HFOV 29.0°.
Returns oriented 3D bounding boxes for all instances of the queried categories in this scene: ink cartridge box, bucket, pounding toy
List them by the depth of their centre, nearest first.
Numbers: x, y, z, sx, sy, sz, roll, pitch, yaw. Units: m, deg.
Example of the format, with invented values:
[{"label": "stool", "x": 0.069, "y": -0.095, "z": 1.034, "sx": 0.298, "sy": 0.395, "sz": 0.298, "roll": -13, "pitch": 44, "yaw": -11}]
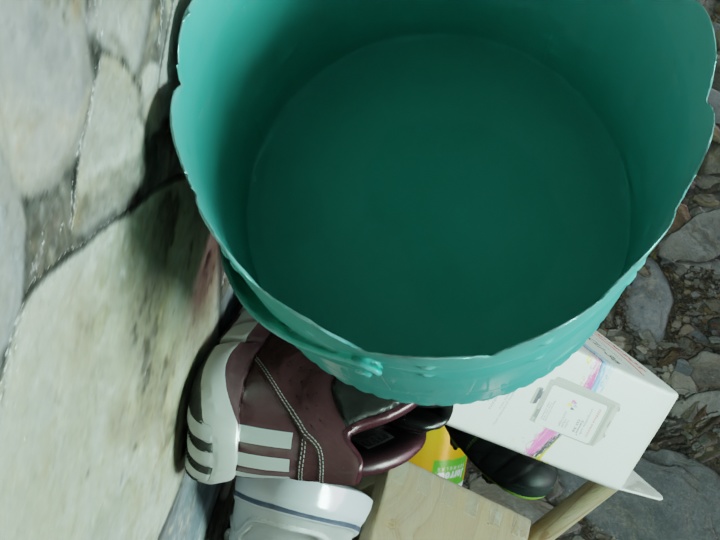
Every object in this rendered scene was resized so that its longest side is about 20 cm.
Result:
[{"label": "bucket", "x": 0.030, "y": -0.047, "z": 0.551, "sx": 0.135, "sy": 0.205, "sz": 0.209, "roll": 85, "pitch": 17, "yaw": -71}, {"label": "ink cartridge box", "x": 0.092, "y": 0.054, "z": 0.780, "sx": 0.068, "sy": 0.199, "sz": 0.116, "roll": -59, "pitch": -144, "yaw": 9}, {"label": "pounding toy", "x": 0.035, "y": 0.202, "z": 0.837, "sx": 0.184, "sy": 0.141, "sz": 0.201, "roll": -36, "pitch": -148, "yaw": 56}]

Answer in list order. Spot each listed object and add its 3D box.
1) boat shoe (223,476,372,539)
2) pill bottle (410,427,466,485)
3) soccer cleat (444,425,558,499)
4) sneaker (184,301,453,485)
[{"label": "boat shoe", "x": -0.037, "y": 0.146, "z": 0.736, "sx": 0.200, "sy": 0.073, "sz": 0.066, "roll": 93, "pitch": 12, "yaw": -73}, {"label": "pill bottle", "x": 0.040, "y": 0.136, "z": 1.188, "sx": 0.111, "sy": 0.110, "sz": 0.202, "roll": -42, "pitch": 141, "yaw": -78}, {"label": "soccer cleat", "x": 0.082, "y": 0.055, "z": 0.918, "sx": 0.081, "sy": 0.067, "sz": 0.201, "roll": -59, "pitch": -137, "yaw": 41}, {"label": "sneaker", "x": -0.006, "y": 0.042, "z": 0.688, "sx": 0.201, "sy": 0.114, "sz": 0.076, "roll": -69, "pitch": 167, "yaw": -52}]
